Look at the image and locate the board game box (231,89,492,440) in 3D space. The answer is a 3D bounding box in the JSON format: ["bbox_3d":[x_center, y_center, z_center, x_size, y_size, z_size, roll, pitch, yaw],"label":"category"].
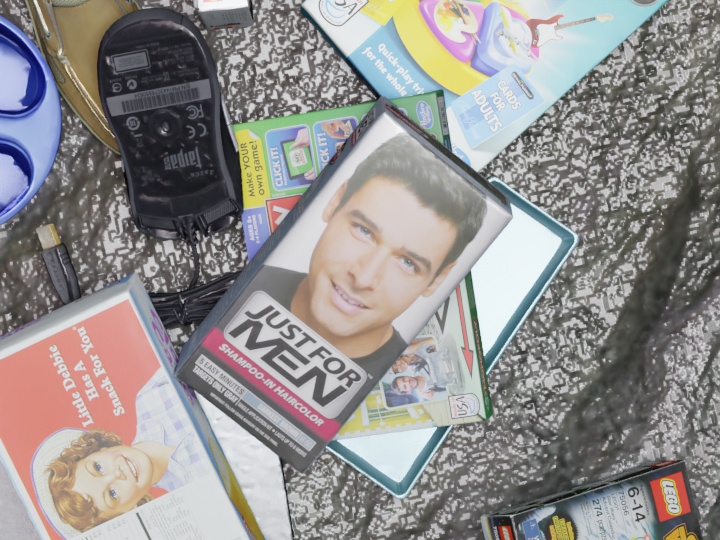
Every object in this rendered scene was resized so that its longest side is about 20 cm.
[{"bbox_3d":[0.000,0.000,1.476,0.133,0.029,0.202,-9,94,13],"label":"board game box"}]

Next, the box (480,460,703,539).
[{"bbox_3d":[0.159,0.230,1.482,0.136,0.040,0.202,-14,92,-31],"label":"box"}]

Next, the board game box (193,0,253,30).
[{"bbox_3d":[-0.088,-0.251,1.453,0.034,0.126,0.202,-4,91,-1],"label":"board game box"}]

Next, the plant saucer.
[{"bbox_3d":[0.054,0.042,1.516,0.070,0.019,0.201,34,89,-1],"label":"plant saucer"}]

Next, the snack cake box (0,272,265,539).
[{"bbox_3d":[-0.144,0.118,1.442,0.114,0.067,0.201,-24,99,3],"label":"snack cake box"}]

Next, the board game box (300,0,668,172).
[{"bbox_3d":[0.085,-0.173,1.499,0.200,0.047,0.151,-42,92,-1],"label":"board game box"}]

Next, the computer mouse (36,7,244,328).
[{"bbox_3d":[-0.134,-0.055,1.465,0.139,0.046,0.201,-15,104,9],"label":"computer mouse"}]

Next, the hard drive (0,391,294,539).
[{"bbox_3d":[-0.147,0.135,1.503,0.198,0.033,0.141,-9,91,-1],"label":"hard drive"}]

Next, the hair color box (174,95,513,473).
[{"bbox_3d":[-0.010,0.008,1.422,0.099,0.061,0.200,37,101,-8],"label":"hair color box"}]

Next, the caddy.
[{"bbox_3d":[-0.278,-0.094,1.458,0.198,0.105,0.143,8,90,-2],"label":"caddy"}]

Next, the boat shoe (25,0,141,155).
[{"bbox_3d":[-0.172,-0.160,1.476,0.071,0.076,0.201,-29,93,-4],"label":"boat shoe"}]
